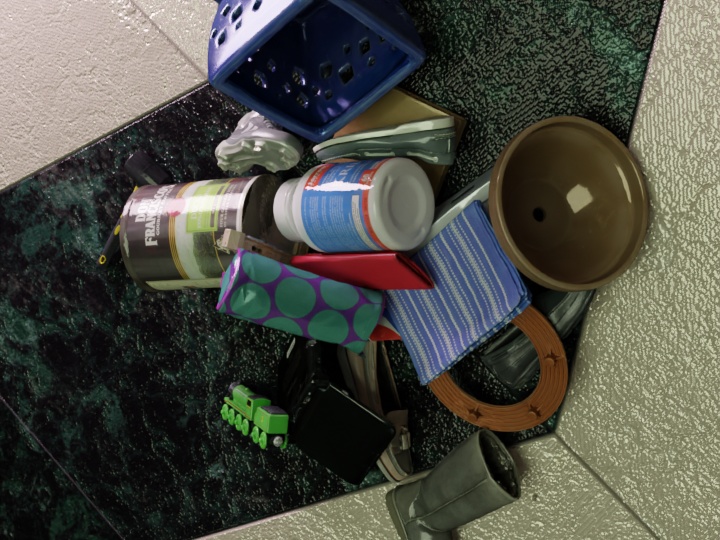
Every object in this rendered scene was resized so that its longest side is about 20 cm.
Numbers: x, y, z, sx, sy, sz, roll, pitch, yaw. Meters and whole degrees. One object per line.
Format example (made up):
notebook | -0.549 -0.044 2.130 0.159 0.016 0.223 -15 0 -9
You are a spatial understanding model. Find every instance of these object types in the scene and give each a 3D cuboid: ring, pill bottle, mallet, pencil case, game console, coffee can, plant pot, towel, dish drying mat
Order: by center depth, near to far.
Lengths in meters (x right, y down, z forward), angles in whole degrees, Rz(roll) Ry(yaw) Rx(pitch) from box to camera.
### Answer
plant pot | 0.228 -0.071 1.526 0.203 0.199 0.093 67 158 0
towel | 0.108 0.028 1.567 0.200 0.024 0.146 -43 63 35
plant pot | -0.062 -0.305 1.584 0.199 0.199 0.182 -34 50 30
ring | 0.158 0.113 1.605 0.198 0.019 0.203 12 121 21
pencil case | -0.074 0.039 1.610 0.198 0.092 0.086 18 92 -10
pill bottle | -0.014 -0.078 1.618 0.198 0.112 0.114 -1 101 44
dish drying mat | 0.000 0.000 1.622 0.199 0.077 0.018 -2 56 48
game console | -0.036 0.165 1.721 0.201 0.115 0.178 118 153 -56
coffee can | -0.201 -0.049 1.759 0.198 0.146 0.148 -3 100 28
mallet | -0.330 -0.074 1.889 0.066 0.041 0.201 33 119 16

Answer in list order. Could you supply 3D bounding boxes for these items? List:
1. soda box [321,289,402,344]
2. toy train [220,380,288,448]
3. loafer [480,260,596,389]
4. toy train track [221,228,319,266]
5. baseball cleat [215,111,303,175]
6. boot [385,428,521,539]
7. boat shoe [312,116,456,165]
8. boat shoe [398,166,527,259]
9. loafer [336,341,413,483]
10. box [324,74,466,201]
soda box | 0.040 0.051 1.692 0.198 0.071 0.064 -6 104 29
toy train | -0.145 0.195 1.786 0.200 0.041 0.057 -160 75 -65
loafer | 0.219 0.060 1.596 0.070 0.068 0.201 34 120 -2
toy train track | -0.100 -0.014 1.683 0.032 0.199 0.116 7 80 39
baseball cleat | -0.122 -0.178 1.689 0.070 0.107 0.199 41 159 -28
boot | 0.136 0.320 1.692 0.199 0.072 0.183 -33 84 34
boat shoe | 0.029 -0.147 1.627 0.198 0.073 0.063 -7 99 29
boat shoe | 0.128 -0.057 1.615 0.199 0.074 0.066 -35 103 27
loafer | 0.031 0.179 1.731 0.062 0.072 0.202 -23 87 23
box | 0.032 -0.134 1.684 0.162 0.021 0.202 28 112 20
